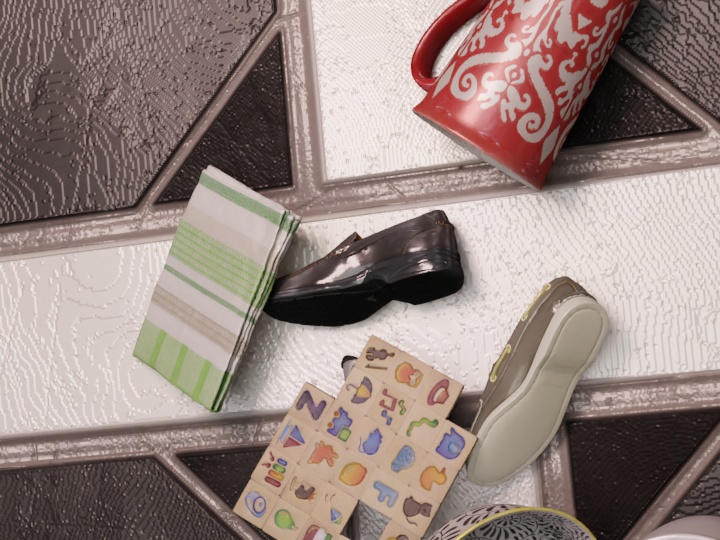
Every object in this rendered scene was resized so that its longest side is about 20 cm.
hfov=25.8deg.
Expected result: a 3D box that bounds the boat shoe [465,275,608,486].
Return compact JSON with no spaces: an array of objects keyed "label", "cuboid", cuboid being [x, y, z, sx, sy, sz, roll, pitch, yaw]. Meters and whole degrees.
[{"label":"boat shoe","cuboid":[0.148,0.099,1.390,0.203,0.072,0.060,-61,33,19]}]

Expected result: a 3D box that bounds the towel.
[{"label":"towel","cuboid":[-0.137,0.016,1.478,0.149,0.031,0.202,30,100,46]}]

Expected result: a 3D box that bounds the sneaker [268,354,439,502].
[{"label":"sneaker","cuboid":[-0.017,0.142,1.443,0.198,0.075,0.117,-20,75,9]}]

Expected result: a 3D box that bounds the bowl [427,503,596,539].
[{"label":"bowl","cuboid":[0.108,0.278,1.362,0.199,0.094,0.203,-8,111,-21]}]

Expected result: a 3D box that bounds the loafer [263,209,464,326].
[{"label":"loafer","cuboid":[0.000,0.000,1.445,0.198,0.073,0.073,-12,60,17]}]

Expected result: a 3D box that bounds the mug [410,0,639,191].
[{"label":"mug","cuboid":[0.135,-0.200,1.372,0.177,0.133,0.201,33,94,14]}]

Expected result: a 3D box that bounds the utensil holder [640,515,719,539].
[{"label":"utensil holder","cuboid":[0.274,0.287,1.270,0.168,0.200,0.172,-1,88,18]}]

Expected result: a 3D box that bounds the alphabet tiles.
[{"label":"alphabet tiles","cuboid":[0.002,0.166,1.389,0.166,0.008,0.201,28,83,21]}]
